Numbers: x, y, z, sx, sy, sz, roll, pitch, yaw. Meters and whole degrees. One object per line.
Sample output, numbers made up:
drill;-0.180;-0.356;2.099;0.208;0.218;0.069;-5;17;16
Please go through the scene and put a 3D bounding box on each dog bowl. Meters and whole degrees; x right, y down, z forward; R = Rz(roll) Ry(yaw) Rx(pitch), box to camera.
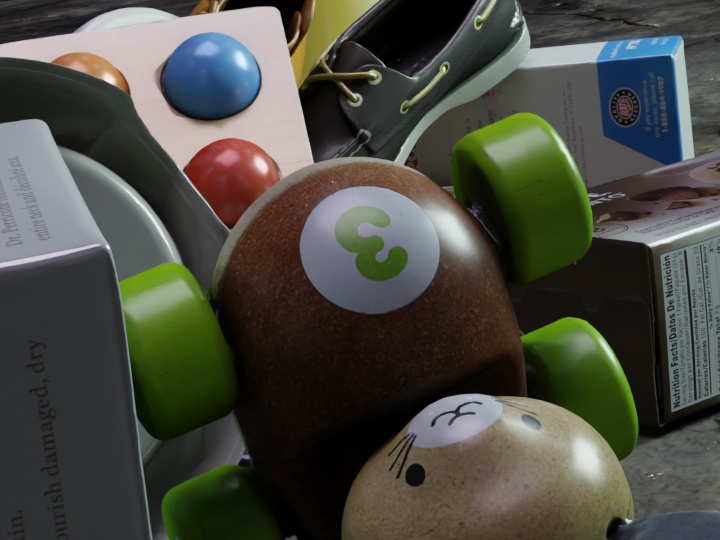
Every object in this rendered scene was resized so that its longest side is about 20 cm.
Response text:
dog bowl;-0.135;0.024;0.944;0.199;0.202;0.059;-9;-2;-10

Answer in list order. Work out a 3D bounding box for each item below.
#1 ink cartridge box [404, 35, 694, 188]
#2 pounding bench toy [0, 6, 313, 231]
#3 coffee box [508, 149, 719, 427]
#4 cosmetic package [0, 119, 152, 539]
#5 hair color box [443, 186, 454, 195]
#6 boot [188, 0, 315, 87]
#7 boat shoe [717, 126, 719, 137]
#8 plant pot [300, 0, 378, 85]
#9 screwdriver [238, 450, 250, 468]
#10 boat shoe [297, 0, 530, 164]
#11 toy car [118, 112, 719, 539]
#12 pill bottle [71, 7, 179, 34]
ink cartridge box;0.074;-0.054;1.334;0.199;0.117;0.067;-4;13;13
pounding bench toy;-0.121;-0.013;1.069;0.199;0.156;0.125;-9;57;-7
coffee box;0.155;0.001;1.123;0.199;0.080;0.113;-16;16;-38
cosmetic package;-0.175;0.063;0.799;0.199;0.167;0.167;-10;19;-10
hair color box;0.000;0.000;1.263;0.199;0.062;0.102;-5;13;8
boot;-0.049;-0.121;1.267;0.071;0.144;0.202;29;48;-6
boat shoe;0.200;-0.083;1.147;0.074;0.062;0.200;-2;11;25
plant pot;-0.017;-0.157;1.690;0.199;0.190;0.201;-6;13;1
screwdriver;-0.119;0.086;1.002;0.198;0.029;0.028;-2;12;1
boat shoe;0.004;-0.090;1.249;0.071;0.061;0.201;24;54;36
toy car;0.032;0.062;0.801;0.163;0.159;0.200;-23;28;-14
pill bottle;-0.155;-0.062;1.406;0.113;0.114;0.200;-15;-6;-32
